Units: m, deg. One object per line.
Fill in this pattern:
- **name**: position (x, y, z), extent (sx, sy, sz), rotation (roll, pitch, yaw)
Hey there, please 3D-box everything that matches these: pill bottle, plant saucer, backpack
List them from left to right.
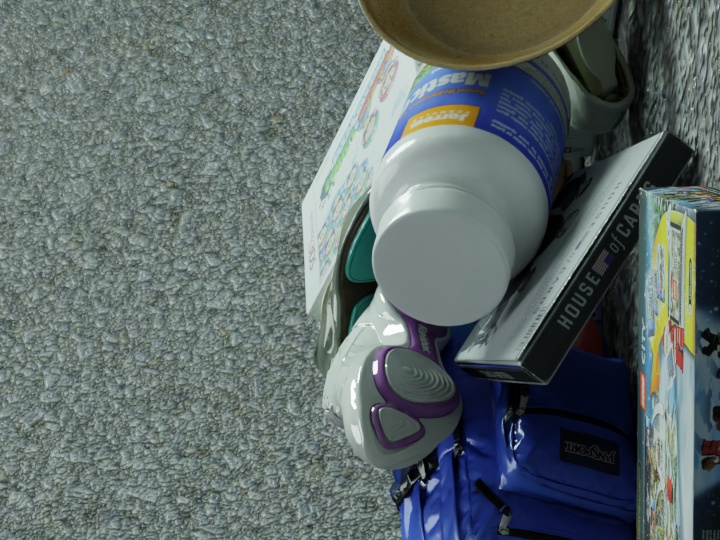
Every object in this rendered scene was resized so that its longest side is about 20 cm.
- **pill bottle**: position (0.067, -0.059, 0.909), extent (0.201, 0.111, 0.113), rotation (-68, -19, -52)
- **plant saucer**: position (0.092, -0.208, 0.924), extent (0.035, 0.198, 0.203), rotation (47, -142, -58)
- **backpack**: position (0.108, 0.154, 0.974), extent (0.168, 0.161, 0.202), rotation (119, 159, -50)

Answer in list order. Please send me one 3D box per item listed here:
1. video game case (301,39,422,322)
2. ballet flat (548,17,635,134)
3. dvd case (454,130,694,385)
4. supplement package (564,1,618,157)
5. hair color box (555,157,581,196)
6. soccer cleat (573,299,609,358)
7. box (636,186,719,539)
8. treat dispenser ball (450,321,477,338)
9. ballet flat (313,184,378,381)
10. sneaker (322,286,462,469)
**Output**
- **video game case**: position (0.004, -0.087, 1.141), extent (0.183, 0.023, 0.201), rotation (-96, 31, -60)
- **ballet flat**: position (0.130, -0.187, 0.972), extent (0.202, 0.069, 0.069), rotation (62, -177, -2)
- **dvd case**: position (0.119, -0.002, 0.856), extent (0.151, 0.025, 0.200), rotation (-57, 4, -6)
- **supplement package**: position (0.129, -0.193, 1.119), extent (0.201, 0.116, 0.118), rotation (87, -177, -56)
- **hair color box**: position (0.144, -0.126, 1.281), extent (0.061, 0.098, 0.203), rotation (-78, -13, -84)
- **soccer cleat**: position (0.168, 0.101, 1.135), extent (0.077, 0.066, 0.201), rotation (-51, -32, -31)
- **box**: position (0.157, 0.066, 0.666), extent (0.137, 0.037, 0.203), rotation (-77, -14, -82)
- **treat dispenser ball**: position (0.067, 0.034, 1.185), extent (0.201, 0.198, 0.204), rotation (-1, -90, -88)
- **ballet flat**: position (0.000, 0.000, 1.047), extent (0.064, 0.067, 0.202), rotation (47, 134, 45)
- **sneaker**: position (0.016, 0.085, 0.953), extent (0.100, 0.074, 0.200), rotation (-54, 8, 22)
